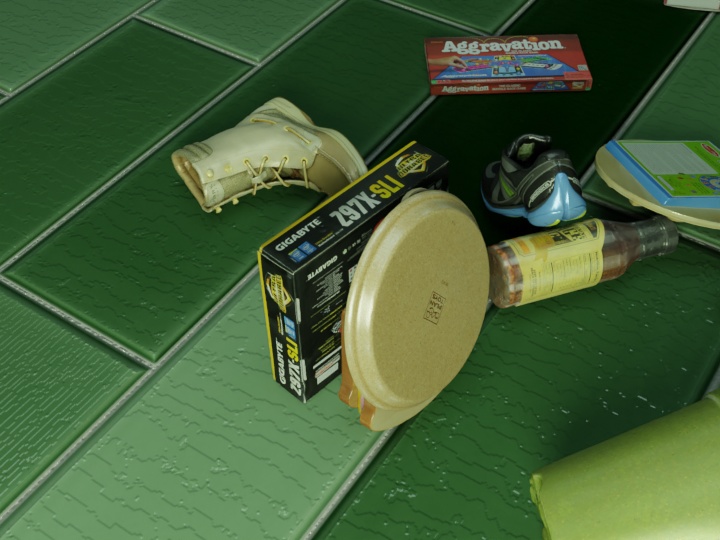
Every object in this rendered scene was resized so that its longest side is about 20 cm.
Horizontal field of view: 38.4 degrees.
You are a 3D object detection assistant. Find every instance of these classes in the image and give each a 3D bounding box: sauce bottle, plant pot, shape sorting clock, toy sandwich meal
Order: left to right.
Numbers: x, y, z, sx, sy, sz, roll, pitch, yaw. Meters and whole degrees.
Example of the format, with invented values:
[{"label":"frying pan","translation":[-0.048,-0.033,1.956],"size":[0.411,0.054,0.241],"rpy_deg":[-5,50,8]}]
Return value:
[{"label":"toy sandwich meal","translation":[0.037,0.029,0.876],"size":[0.070,0.208,0.205],"rpy_deg":[16,44,39]},{"label":"sauce bottle","translation":[0.216,-0.015,1.010],"size":[0.197,0.067,0.066],"rpy_deg":[-14,45,-19]},{"label":"plant pot","translation":[0.225,0.185,0.738],"size":[0.187,0.202,0.202],"rpy_deg":[-14,44,3]},{"label":"shape sorting clock","translation":[0.341,-0.090,1.079],"size":[0.196,0.040,0.201],"rpy_deg":[5,30,-3]}]

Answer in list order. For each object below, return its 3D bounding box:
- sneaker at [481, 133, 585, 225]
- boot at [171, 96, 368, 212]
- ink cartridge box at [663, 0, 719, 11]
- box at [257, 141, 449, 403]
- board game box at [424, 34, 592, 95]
[{"label":"sneaker","translation":[0.171,-0.095,1.030],"size":[0.069,0.084,0.200],"rpy_deg":[-10,9,-8]},{"label":"boot","translation":[-0.095,-0.103,1.095],"size":[0.154,0.074,0.200],"rpy_deg":[-29,49,-26]},{"label":"ink cartridge box","translation":[0.468,-0.472,1.411],"size":[0.081,0.147,0.202],"rpy_deg":[8,44,12]},{"label":"box","translation":[0.000,0.000,0.928],"size":[0.049,0.161,0.199],"rpy_deg":[33,54,30]},{"label":"board game box","translation":[0.181,-0.258,1.289],"size":[0.196,0.020,0.104],"rpy_deg":[-2,43,-1]}]
